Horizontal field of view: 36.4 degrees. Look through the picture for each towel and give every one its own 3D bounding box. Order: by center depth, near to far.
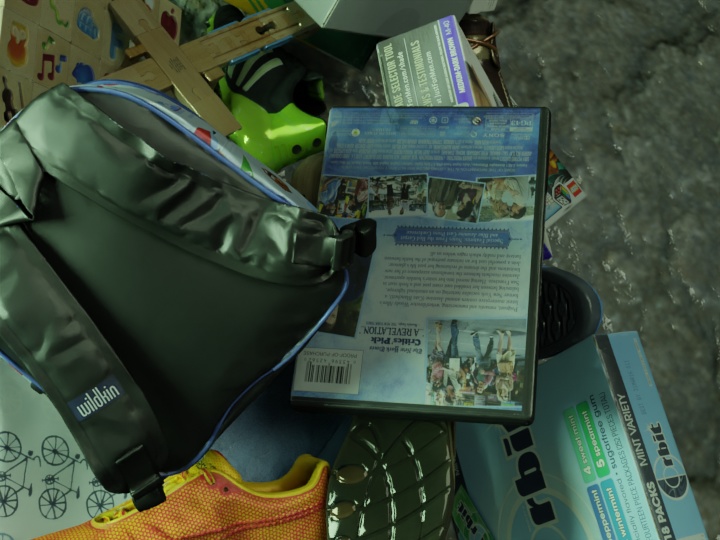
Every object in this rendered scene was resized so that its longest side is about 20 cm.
[{"bbox_3d":[-0.039,0.132,0.721,0.200,0.048,0.112,46,59,-11],"label":"towel"}]

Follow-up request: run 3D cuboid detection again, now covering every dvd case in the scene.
[{"bbox_3d":[0.039,-0.009,0.661,0.142,0.018,0.201,2,68,12],"label":"dvd case"}]

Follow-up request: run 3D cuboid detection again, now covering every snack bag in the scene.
[{"bbox_3d":[-0.139,0.131,0.695,0.199,0.021,0.190,9,61,-29],"label":"snack bag"}]

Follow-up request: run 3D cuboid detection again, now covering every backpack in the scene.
[{"bbox_3d":[-0.123,-0.010,0.603,0.190,0.154,0.200,41,91,-17],"label":"backpack"}]

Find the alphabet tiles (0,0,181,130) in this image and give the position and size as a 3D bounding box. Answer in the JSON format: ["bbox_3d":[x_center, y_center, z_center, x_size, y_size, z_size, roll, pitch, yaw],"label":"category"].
[{"bbox_3d":[-0.170,-0.118,0.698,0.200,0.008,0.168,19,74,-70],"label":"alphabet tiles"}]

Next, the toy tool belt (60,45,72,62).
[{"bbox_3d":[-0.239,-0.108,0.688,0.124,0.123,0.201,22,57,-22],"label":"toy tool belt"}]

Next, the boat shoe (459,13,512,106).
[{"bbox_3d":[0.083,-0.192,0.944,0.072,0.072,0.201,-7,56,-26],"label":"boat shoe"}]

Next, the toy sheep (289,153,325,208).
[{"bbox_3d":[0.000,0.000,0.775,0.200,0.137,0.138,62,39,-40],"label":"toy sheep"}]

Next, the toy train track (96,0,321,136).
[{"bbox_3d":[-0.099,-0.143,0.742,0.200,0.033,0.115,-34,83,-40],"label":"toy train track"}]

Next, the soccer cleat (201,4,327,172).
[{"bbox_3d":[-0.070,-0.138,0.812,0.081,0.068,0.201,-13,42,-5],"label":"soccer cleat"}]

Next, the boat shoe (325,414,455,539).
[{"bbox_3d":[0.028,0.106,0.669,0.075,0.074,0.201,3,70,15],"label":"boat shoe"}]

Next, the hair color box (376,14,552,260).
[{"bbox_3d":[0.081,-0.083,0.805,0.200,0.064,0.110,40,36,-60],"label":"hair color box"}]

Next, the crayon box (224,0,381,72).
[{"bbox_3d":[-0.078,-0.248,0.879,0.199,0.052,0.126,23,29,-21],"label":"crayon box"}]

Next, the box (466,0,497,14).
[{"bbox_3d":[0.034,-0.277,0.940,0.200,0.042,0.039,35,35,28],"label":"box"}]

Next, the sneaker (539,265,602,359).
[{"bbox_3d":[0.112,0.035,0.791,0.078,0.200,0.066,-1,80,-33],"label":"sneaker"}]

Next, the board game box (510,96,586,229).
[{"bbox_3d":[0.098,-0.066,0.940,0.200,0.035,0.126,-36,87,-39],"label":"board game box"}]

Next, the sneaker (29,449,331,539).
[{"bbox_3d":[-0.109,0.144,0.630,0.199,0.073,0.078,-6,93,-28],"label":"sneaker"}]

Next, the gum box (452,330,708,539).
[{"bbox_3d":[0.135,0.156,0.742,0.044,0.200,0.171,-3,67,-33],"label":"gum box"}]

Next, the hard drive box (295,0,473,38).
[{"bbox_3d":[-0.022,-0.264,0.829,0.200,0.077,0.155,48,30,23],"label":"hard drive box"}]
